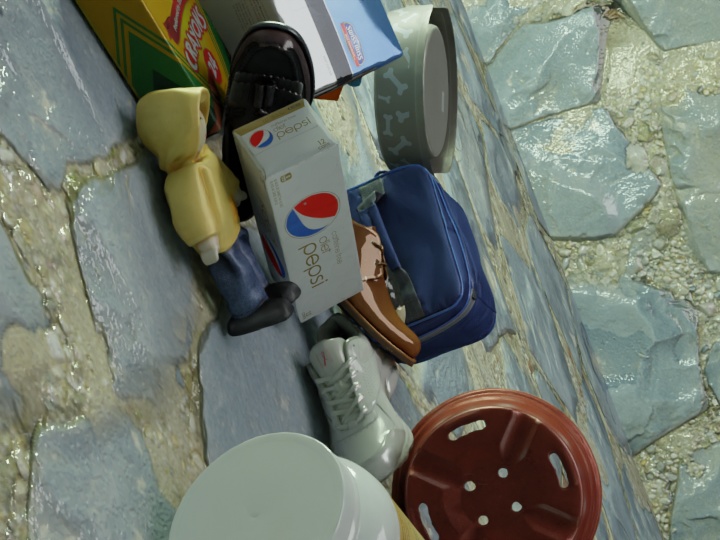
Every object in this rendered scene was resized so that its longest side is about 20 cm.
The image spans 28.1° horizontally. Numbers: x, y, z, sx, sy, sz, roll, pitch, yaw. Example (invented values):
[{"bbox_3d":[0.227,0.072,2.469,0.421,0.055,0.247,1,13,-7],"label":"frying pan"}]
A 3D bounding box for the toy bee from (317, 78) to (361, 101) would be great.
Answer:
[{"bbox_3d":[-0.019,-0.255,1.571,0.131,0.200,0.109,8,83,-29],"label":"toy bee"}]

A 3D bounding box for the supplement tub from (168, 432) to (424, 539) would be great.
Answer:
[{"bbox_3d":[-0.022,0.210,0.931,0.200,0.144,0.145,55,20,-41],"label":"supplement tub"}]

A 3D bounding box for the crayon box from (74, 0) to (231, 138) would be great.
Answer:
[{"bbox_3d":[-0.174,-0.211,1.158,0.200,0.051,0.127,59,18,-33],"label":"crayon box"}]

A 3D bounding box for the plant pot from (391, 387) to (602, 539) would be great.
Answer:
[{"bbox_3d":[0.118,0.198,1.271,0.195,0.200,0.201,53,18,-79],"label":"plant pot"}]

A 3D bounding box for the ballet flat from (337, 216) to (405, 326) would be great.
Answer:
[{"bbox_3d":[-0.020,-0.014,1.411,0.200,0.066,0.057,58,9,-12],"label":"ballet flat"}]

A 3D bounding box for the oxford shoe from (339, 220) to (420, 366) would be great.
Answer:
[{"bbox_3d":[0.000,0.000,1.338,0.200,0.071,0.071,53,2,3],"label":"oxford shoe"}]

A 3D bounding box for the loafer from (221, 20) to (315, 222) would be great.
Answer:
[{"bbox_3d":[-0.081,-0.116,1.190,0.200,0.072,0.063,108,-8,-53],"label":"loafer"}]

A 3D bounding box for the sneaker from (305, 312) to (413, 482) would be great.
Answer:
[{"bbox_3d":[-0.013,0.112,1.271,0.099,0.078,0.200,52,12,-29],"label":"sneaker"}]

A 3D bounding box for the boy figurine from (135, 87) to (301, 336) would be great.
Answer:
[{"bbox_3d":[-0.114,-0.053,1.132,0.124,0.064,0.201,-66,137,-68],"label":"boy figurine"}]

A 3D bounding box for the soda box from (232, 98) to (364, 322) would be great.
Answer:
[{"bbox_3d":[-0.049,-0.047,1.204,0.064,0.068,0.200,55,-14,33],"label":"soda box"}]

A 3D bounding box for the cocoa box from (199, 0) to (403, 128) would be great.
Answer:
[{"bbox_3d":[-0.079,-0.249,1.302,0.131,0.133,0.201,-29,98,-42],"label":"cocoa box"}]

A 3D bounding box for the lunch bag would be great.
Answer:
[{"bbox_3d":[0.048,-0.014,1.514,0.132,0.136,0.201,40,29,-63],"label":"lunch bag"}]

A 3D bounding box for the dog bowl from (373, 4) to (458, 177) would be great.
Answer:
[{"bbox_3d":[0.062,-0.195,1.570,0.200,0.058,0.201,2,90,-76],"label":"dog bowl"}]
